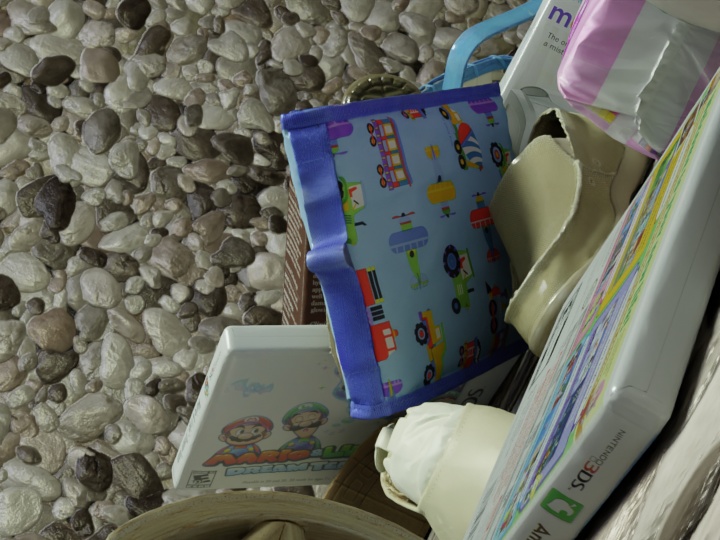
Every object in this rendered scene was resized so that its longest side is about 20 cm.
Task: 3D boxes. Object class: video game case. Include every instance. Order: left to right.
[{"bbox_3d":[-0.013,0.093,1.048,0.182,0.199,0.024,116,149,-51],"label":"video game case"},{"bbox_3d":[0.090,0.030,0.578,0.200,0.022,0.182,-60,-3,-42],"label":"video game case"}]

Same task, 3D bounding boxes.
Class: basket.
[{"bbox_3d":[0.112,-0.125,1.260,0.176,0.139,0.201,-29,-33,-41],"label":"basket"}]

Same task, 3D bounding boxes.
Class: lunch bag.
[{"bbox_3d":[0.021,-0.014,0.816,0.200,0.094,0.151,-20,-81,-69],"label":"lunch bag"}]

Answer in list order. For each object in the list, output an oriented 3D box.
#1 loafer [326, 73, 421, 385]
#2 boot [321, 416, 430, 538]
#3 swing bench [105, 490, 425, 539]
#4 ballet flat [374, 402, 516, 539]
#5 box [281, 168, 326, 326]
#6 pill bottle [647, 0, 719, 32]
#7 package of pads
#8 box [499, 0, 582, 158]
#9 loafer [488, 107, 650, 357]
[{"bbox_3d":[0.016,-0.017,0.969,0.067,0.076,0.201,113,161,-79],"label":"loafer"},{"bbox_3d":[-0.003,0.189,1.094,0.155,0.072,0.201,24,-91,-90],"label":"boot"},{"bbox_3d":[-0.072,0.203,0.547,0.200,0.129,0.200,-71,4,-54],"label":"swing bench"},{"bbox_3d":[0.038,0.094,0.750,0.070,0.069,0.200,-62,-2,-10],"label":"ballet flat"},{"bbox_3d":[0.000,0.000,1.083,0.075,0.100,0.201,-118,30,-61],"label":"box"},{"bbox_3d":[0.125,-0.140,0.513,0.113,0.113,0.200,-63,-2,16],"label":"pill bottle"},{"bbox_3d":[0.145,-0.126,0.721,0.121,0.075,0.200,-62,-1,16],"label":"package of pads"},{"bbox_3d":[0.134,-0.110,1.003,0.177,0.096,0.200,-63,-2,13],"label":"box"},{"bbox_3d":[0.099,-0.024,0.808,0.076,0.068,0.200,-63,-2,30],"label":"loafer"}]
